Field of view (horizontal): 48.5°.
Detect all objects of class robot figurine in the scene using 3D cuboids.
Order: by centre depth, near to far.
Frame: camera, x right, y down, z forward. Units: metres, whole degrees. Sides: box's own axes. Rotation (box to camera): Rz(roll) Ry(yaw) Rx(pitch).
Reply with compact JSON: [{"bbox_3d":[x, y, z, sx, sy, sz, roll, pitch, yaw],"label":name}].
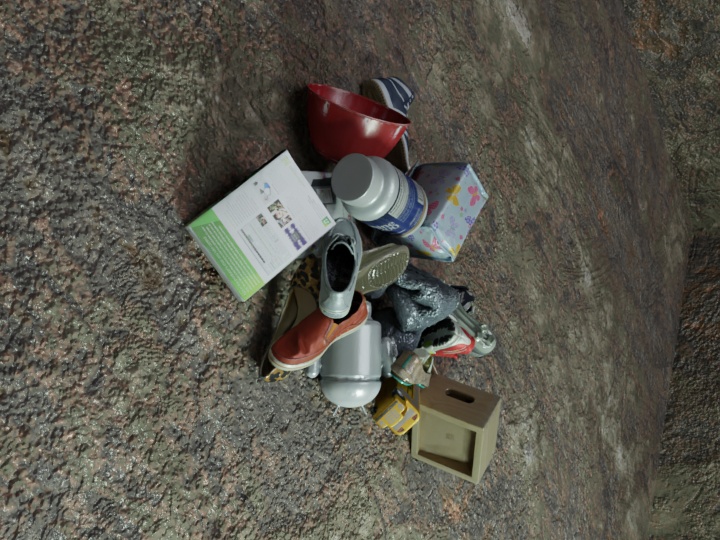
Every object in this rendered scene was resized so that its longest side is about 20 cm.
[{"bbox_3d":[-0.017,0.156,1.436,0.166,0.113,0.204,3,83,-16],"label":"robot figurine"}]

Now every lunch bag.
[{"bbox_3d":[0.120,-0.119,1.565,0.127,0.198,0.171,48,64,-34],"label":"lunch bag"}]

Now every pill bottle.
[{"bbox_3d":[0.032,-0.133,1.395,0.199,0.109,0.113,23,68,-59],"label":"pill bottle"}]

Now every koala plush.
[{"bbox_3d":[0.079,0.099,1.548,0.203,0.181,0.177,-69,167,9],"label":"koala plush"}]

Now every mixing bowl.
[{"bbox_3d":[-0.019,-0.250,1.440,0.199,0.199,0.110,-8,125,-54],"label":"mixing bowl"}]

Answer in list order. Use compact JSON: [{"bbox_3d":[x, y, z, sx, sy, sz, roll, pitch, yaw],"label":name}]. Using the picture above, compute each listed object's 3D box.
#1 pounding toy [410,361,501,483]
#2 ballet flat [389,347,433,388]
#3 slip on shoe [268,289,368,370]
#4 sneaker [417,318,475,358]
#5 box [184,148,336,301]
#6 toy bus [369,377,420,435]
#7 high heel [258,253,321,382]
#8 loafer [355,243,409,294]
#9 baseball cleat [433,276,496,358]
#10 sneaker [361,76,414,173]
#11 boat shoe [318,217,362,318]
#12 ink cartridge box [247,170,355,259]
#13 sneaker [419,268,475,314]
[{"bbox_3d":[0.186,0.295,1.660,0.142,0.197,0.187,-45,144,-46],"label":"pounding toy"},{"bbox_3d":[0.104,0.176,1.467,0.068,0.068,0.200,-57,168,0],"label":"ballet flat"},{"bbox_3d":[-0.066,0.091,1.271,0.198,0.074,0.062,-31,143,-32],"label":"slip on shoe"},{"bbox_3d":[0.159,0.152,1.619,0.084,0.199,0.078,29,72,-21],"label":"sneaker"},{"bbox_3d":[-0.152,-0.071,1.240,0.199,0.036,0.145,-40,105,-21],"label":"box"},{"bbox_3d":[0.069,0.247,1.511,0.078,0.065,0.200,47,10,-6],"label":"toy bus"},{"bbox_3d":[-0.113,0.082,1.305,0.142,0.070,0.203,-37,141,-55],"label":"high heel"},{"bbox_3d":[0.000,0.000,1.416,0.198,0.068,0.077,-27,137,-25],"label":"loafer"},{"bbox_3d":[0.186,0.105,1.646,0.200,0.107,0.070,47,53,6],"label":"baseball cleat"},{"bbox_3d":[0.076,-0.302,1.646,0.108,0.069,0.203,-33,108,-49],"label":"sneaker"},{"bbox_3d":[-0.028,-0.021,1.286,0.072,0.069,0.203,106,-9,-49],"label":"boat shoe"},{"bbox_3d":[-0.096,-0.094,1.374,0.198,0.084,0.151,-7,93,-53],"label":"ink cartridge box"},{"bbox_3d":[0.175,0.049,1.704,0.200,0.128,0.080,49,49,-40],"label":"sneaker"}]
